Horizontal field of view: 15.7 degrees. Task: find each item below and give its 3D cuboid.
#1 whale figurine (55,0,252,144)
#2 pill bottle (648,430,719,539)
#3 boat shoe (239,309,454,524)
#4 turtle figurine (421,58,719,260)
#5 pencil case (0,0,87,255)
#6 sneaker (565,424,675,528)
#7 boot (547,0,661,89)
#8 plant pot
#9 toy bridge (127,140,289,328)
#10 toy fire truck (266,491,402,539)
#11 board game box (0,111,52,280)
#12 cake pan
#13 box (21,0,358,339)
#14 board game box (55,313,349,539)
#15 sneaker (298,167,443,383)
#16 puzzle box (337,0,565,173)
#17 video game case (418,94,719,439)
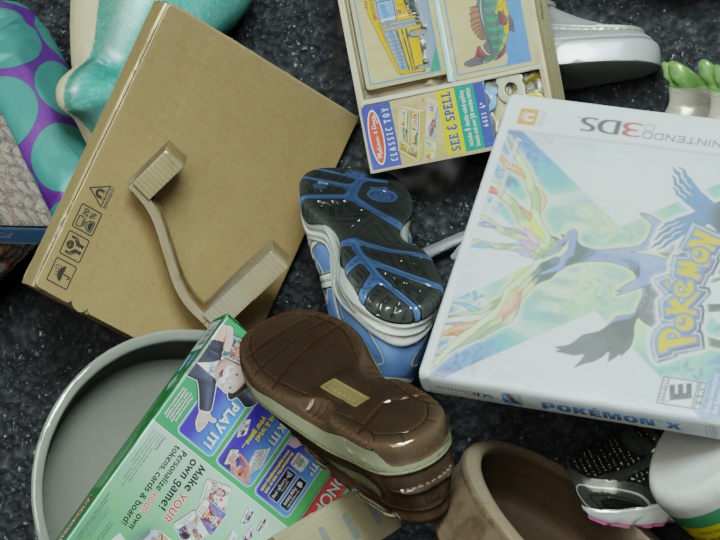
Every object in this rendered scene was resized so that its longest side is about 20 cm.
[{"bbox_3d":[-0.131,-0.168,1.689,0.103,0.159,0.201,2,55,25],"label":"whale figurine"},{"bbox_3d":[0.267,0.149,1.473,0.200,0.113,0.113,42,88,-17],"label":"pill bottle"},{"bbox_3d":[-0.010,0.090,1.515,0.075,0.075,0.202,-25,29,-15],"label":"boat shoe"},{"bbox_3d":[0.147,-0.048,1.587,0.200,0.144,0.194,30,85,17],"label":"turtle figurine"},{"bbox_3d":[-0.212,-0.080,1.725,0.092,0.085,0.200,-50,61,40],"label":"pencil case"},{"bbox_3d":[0.209,0.078,1.540,0.199,0.087,0.080,-23,31,-12],"label":"sneaker"},{"bbox_3d":[0.094,-0.168,1.672,0.199,0.074,0.096,-1,81,16],"label":"boot"},{"bbox_3d":[0.091,0.227,1.513,0.200,0.200,0.175,45,106,22],"label":"plant pot"},{"bbox_3d":[-0.073,0.011,1.637,0.067,0.027,0.200,-42,105,11],"label":"toy bridge"},{"bbox_3d":[-0.051,0.226,1.499,0.200,0.129,0.176,-32,103,9],"label":"toy fire truck"},{"bbox_3d":[-0.320,-0.037,1.694,0.200,0.097,0.160,-40,66,31],"label":"board game box"},{"bbox_3d":[-0.110,0.138,1.609,0.200,0.037,0.201,3,81,-21],"label":"cake pan"},{"bbox_3d":[-0.105,-0.046,1.660,0.021,0.163,0.201,10,73,58],"label":"box"},{"bbox_3d":[-0.090,0.146,1.580,0.134,0.029,0.200,40,70,-13],"label":"board game box"},{"bbox_3d":[0.000,0.000,1.622,0.075,0.077,0.200,1,32,-9],"label":"sneaker"},{"bbox_3d":[0.050,-0.169,1.631,0.133,0.025,0.201,-10,92,26],"label":"puzzle box"},{"bbox_3d":[0.146,-0.007,1.480,0.182,0.022,0.201,8,60,19],"label":"video game case"}]
